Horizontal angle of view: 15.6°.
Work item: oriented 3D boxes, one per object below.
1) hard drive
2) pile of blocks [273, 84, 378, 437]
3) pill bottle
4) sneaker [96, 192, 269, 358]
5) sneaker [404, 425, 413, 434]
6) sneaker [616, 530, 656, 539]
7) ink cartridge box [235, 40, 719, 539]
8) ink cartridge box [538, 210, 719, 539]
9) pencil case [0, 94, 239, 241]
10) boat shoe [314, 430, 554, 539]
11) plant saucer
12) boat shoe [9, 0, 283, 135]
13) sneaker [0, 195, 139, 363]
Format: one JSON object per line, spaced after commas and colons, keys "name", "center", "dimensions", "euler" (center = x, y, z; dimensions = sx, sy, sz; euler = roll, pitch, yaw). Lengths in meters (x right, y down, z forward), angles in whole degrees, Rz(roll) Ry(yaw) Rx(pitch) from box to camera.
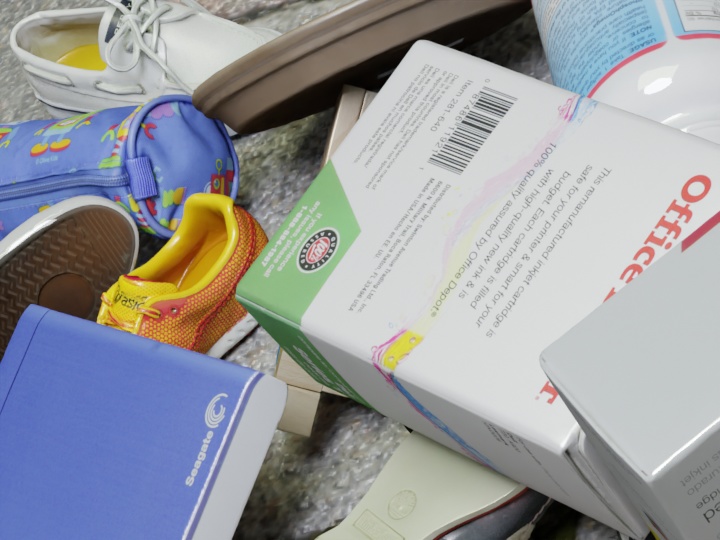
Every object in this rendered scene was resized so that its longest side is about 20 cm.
{"name": "hard drive", "center": [-0.124, 0.094, 1.243], "dimensions": [0.200, 0.025, 0.132], "euler": [13, 78, 51]}
{"name": "pile of blocks", "center": [0.000, 0.000, 1.314], "dimensions": [0.062, 0.082, 0.201], "euler": [14, 63, -3]}
{"name": "pill bottle", "center": [0.146, -0.086, 1.238], "dimensions": [0.108, 0.109, 0.200], "euler": [-25, 41, 14]}
{"name": "sneaker", "center": [-0.117, 0.046, 1.333], "dimensions": [0.073, 0.077, 0.200], "euler": [10, 61, 40]}
{"name": "sneaker", "center": [0.048, -0.002, 1.245], "dimensions": [0.076, 0.091, 0.200], "euler": [-19, 42, 24]}
{"name": "sneaker", "center": [0.177, 0.052, 1.109], "dimensions": [0.084, 0.075, 0.200], "euler": [12, 60, 42]}
{"name": "ink cartridge box", "center": [0.070, 0.004, 1.101], "dimensions": [0.200, 0.084, 0.145], "euler": [24, 73, 42]}
{"name": "ink cartridge box", "center": [0.179, 0.066, 0.998], "dimensions": [0.145, 0.200, 0.083], "euler": [-39, 43, -2]}
{"name": "pencil case", "center": [-0.161, -0.047, 1.433], "dimensions": [0.199, 0.078, 0.087], "euler": [-6, 13, 42]}
{"name": "boat shoe", "center": [0.036, 0.119, 1.158], "dimensions": [0.200, 0.063, 0.071], "euler": [-44, 38, -7]}
{"name": "plant saucer", "center": [0.009, -0.116, 1.347], "dimensions": [0.199, 0.030, 0.200], "euler": [-24, -2, -1]}
{"name": "boat shoe", "center": [-0.123, -0.129, 1.496], "dimensions": [0.201, 0.086, 0.075], "euler": [7, 57, 41]}
{"name": "sneaker", "center": [-0.194, 0.031, 1.383], "dimensions": [0.200, 0.073, 0.085], "euler": [-48, 22, 10]}
